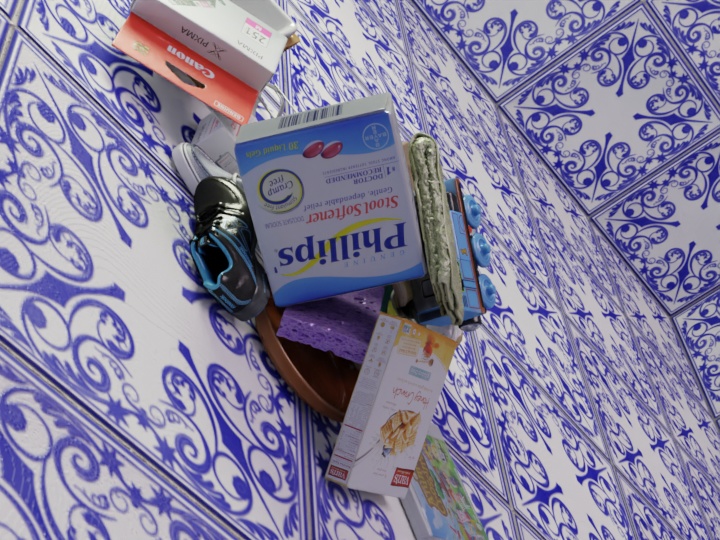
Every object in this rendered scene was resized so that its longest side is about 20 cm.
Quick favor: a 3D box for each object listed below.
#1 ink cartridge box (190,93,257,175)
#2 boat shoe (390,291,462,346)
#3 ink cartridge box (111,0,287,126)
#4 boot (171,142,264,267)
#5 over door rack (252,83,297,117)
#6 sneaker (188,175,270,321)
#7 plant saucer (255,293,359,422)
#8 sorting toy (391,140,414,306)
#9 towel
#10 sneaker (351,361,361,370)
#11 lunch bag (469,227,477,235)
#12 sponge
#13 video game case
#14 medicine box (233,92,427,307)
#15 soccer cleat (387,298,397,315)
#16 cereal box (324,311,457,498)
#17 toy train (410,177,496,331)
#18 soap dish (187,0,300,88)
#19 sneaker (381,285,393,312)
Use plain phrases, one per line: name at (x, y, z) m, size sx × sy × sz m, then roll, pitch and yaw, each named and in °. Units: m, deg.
ink cartridge box at (-0.158, -0.148, 1.759) m, size 0.200 × 0.067 × 0.117 m, roll 50°, pitch 20°, yaw -19°
boat shoe at (0.073, 0.035, 1.805) m, size 0.069 × 0.071 × 0.200 m, roll 31°, pitch 16°, yaw -34°
ink cartridge box at (-0.201, -0.291, 1.712) m, size 0.200 × 0.044 × 0.174 m, roll 31°, pitch 37°, yaw -14°
boot at (-0.140, -0.095, 1.674) m, size 0.200 × 0.090 × 0.073 m, roll 51°, pitch 18°, yaw -16°
over door rack at (-0.124, -0.223, 1.954) m, size 0.200 × 0.067 × 0.148 m, roll 41°, pitch 10°, yaw 28°
sneaker at (-0.159, -0.040, 1.556) m, size 0.082 × 0.073 × 0.200 m, roll 36°, pitch 27°, yaw -50°
plant saucer at (-0.064, 0.097, 1.631) m, size 0.200 × 0.032 × 0.201 m, roll 47°, pitch 20°, yaw -23°
sorting toy at (0.051, -0.063, 1.750) m, size 0.200 × 0.036 × 0.186 m, roll -37°, pitch 110°, yaw -65°
towel at (0.092, -0.047, 1.586) m, size 0.148 × 0.036 × 0.201 m, roll 70°, pitch 11°, yaw -66°
sneaker at (0.040, 0.097, 1.713) m, size 0.200 × 0.075 × 0.071 m, roll 44°, pitch 38°, yaw -65°
lunch bag at (0.073, -0.077, 1.941) m, size 0.170 × 0.124 × 0.200 m, roll 28°, pitch 16°, yaw -38°
sponge at (-0.031, 0.042, 1.624) m, size 0.111 × 0.030 × 0.200 m, roll 18°, pitch 23°, yaw -2°
video game case at (0.089, 0.270, 1.740) m, size 0.182 × 0.022 × 0.201 m, roll 30°, pitch 31°, yaw -54°
medicine box at (-0.031, -0.082, 1.544) m, size 0.103 × 0.181 × 0.201 m, roll -87°, pitch 164°, yaw -71°
soccer cleat at (0.013, 0.018, 1.921) m, size 0.084 × 0.065 × 0.200 m, roll 41°, pitch 19°, yaw -40°
cereal box at (0.038, 0.160, 1.563) m, size 0.039 × 0.201 × 0.144 m, roll 16°, pitch -5°, yaw 32°
toy train at (0.111, -0.022, 1.713) m, size 0.114 × 0.086 × 0.201 m, roll 11°, pitch 66°, yaw -58°
soap dish at (-0.196, -0.336, 1.861) m, size 0.157 × 0.081 × 0.200 m, roll 46°, pitch 38°, yaw 5°
sneaker at (0.000, 0.000, 1.764) m, size 0.080 × 0.071 × 0.201 m, roll -29°, pitch 124°, yaw -50°
